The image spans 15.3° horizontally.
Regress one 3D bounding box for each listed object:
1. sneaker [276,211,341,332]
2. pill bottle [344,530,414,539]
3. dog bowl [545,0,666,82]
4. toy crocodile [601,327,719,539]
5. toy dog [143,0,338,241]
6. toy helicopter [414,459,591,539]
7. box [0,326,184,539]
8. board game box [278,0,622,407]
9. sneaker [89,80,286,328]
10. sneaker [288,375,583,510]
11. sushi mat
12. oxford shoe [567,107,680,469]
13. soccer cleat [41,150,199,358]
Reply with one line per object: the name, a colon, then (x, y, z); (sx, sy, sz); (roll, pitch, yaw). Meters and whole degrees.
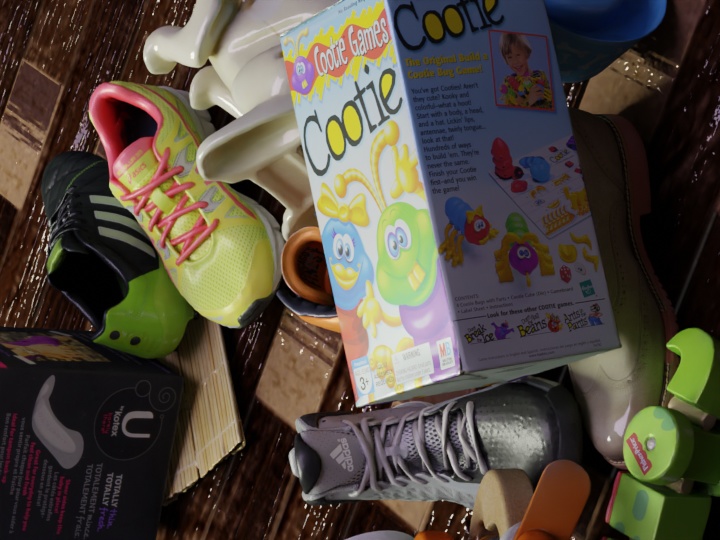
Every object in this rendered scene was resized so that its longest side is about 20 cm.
sneaker: (0.000, 0.000, 1.509); (0.078, 0.112, 0.200); (-67, 23, -2)
pill bottle: (0.032, 0.244, 1.445); (0.111, 0.111, 0.200); (-51, 48, 30)
dog bowl: (0.093, -0.187, 1.476); (0.050, 0.111, 0.200); (-57, 44, 43)
toy crocodile: (0.151, 0.128, 1.366); (0.062, 0.067, 0.201); (25, 99, 52)
toy dog: (-0.041, -0.152, 1.603); (0.194, 0.139, 0.200); (-39, 53, 22)
toy helicopter: (0.083, 0.186, 1.345); (0.132, 0.079, 0.200); (109, 161, -47)
box: (-0.230, 0.105, 1.701); (0.106, 0.199, 0.123); (28, 109, 57)
board game box: (0.044, -0.042, 1.375); (0.103, 0.105, 0.201); (-21, 78, 55)
sneaker: (-0.119, -0.044, 1.691); (0.078, 0.090, 0.200); (-44, 55, 16)
sneaker: (0.027, 0.103, 1.457); (0.200, 0.115, 0.075); (-17, 79, 57)
sushi mat: (-0.119, 0.045, 1.743); (0.096, 0.012, 0.201); (-36, 56, 40)
oxford shoe: (0.117, 0.008, 1.425); (0.071, 0.074, 0.201); (-27, 63, 40)
soccer cleat: (-0.175, -0.018, 1.751); (0.068, 0.081, 0.200); (-59, 43, 24)
